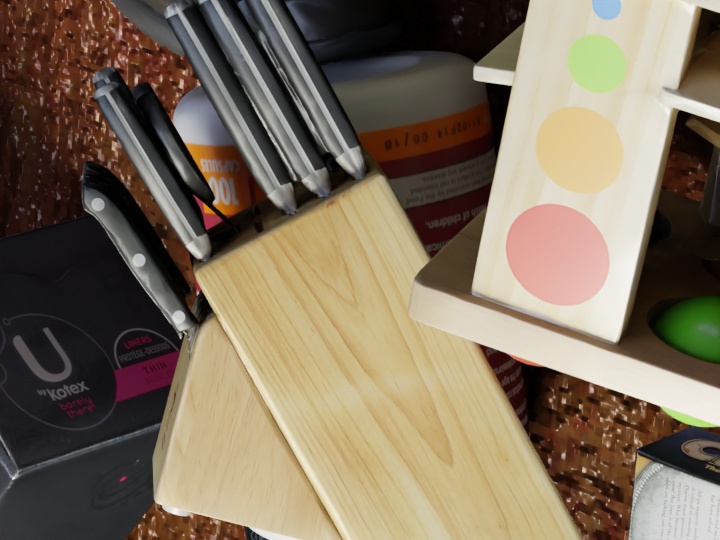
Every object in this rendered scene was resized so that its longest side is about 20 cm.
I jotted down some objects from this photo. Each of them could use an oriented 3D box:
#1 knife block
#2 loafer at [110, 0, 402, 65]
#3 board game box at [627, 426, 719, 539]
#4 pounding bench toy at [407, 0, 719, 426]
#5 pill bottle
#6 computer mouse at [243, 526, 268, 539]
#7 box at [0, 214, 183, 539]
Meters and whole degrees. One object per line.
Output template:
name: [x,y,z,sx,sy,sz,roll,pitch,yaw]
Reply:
knife block: [0.000,0.000,0.977,0.199,0.064,0.176,16,99,-7]
loafer: [-0.066,-0.131,1.111,0.200,0.073,0.072,27,122,34]
board game box: [0.142,0.166,0.968,0.135,0.035,0.201,20,115,38]
pounding bench toy: [0.136,-0.029,0.917,0.199,0.124,0.156,19,117,17]
pill bottle: [0.001,0.028,1.072,0.113,0.113,0.201,1,103,43]
computer mouse: [-0.023,0.033,1.158,0.059,0.034,0.201,9,105,58]
box: [-0.165,0.086,1.235,0.106,0.122,0.200,53,132,18]
